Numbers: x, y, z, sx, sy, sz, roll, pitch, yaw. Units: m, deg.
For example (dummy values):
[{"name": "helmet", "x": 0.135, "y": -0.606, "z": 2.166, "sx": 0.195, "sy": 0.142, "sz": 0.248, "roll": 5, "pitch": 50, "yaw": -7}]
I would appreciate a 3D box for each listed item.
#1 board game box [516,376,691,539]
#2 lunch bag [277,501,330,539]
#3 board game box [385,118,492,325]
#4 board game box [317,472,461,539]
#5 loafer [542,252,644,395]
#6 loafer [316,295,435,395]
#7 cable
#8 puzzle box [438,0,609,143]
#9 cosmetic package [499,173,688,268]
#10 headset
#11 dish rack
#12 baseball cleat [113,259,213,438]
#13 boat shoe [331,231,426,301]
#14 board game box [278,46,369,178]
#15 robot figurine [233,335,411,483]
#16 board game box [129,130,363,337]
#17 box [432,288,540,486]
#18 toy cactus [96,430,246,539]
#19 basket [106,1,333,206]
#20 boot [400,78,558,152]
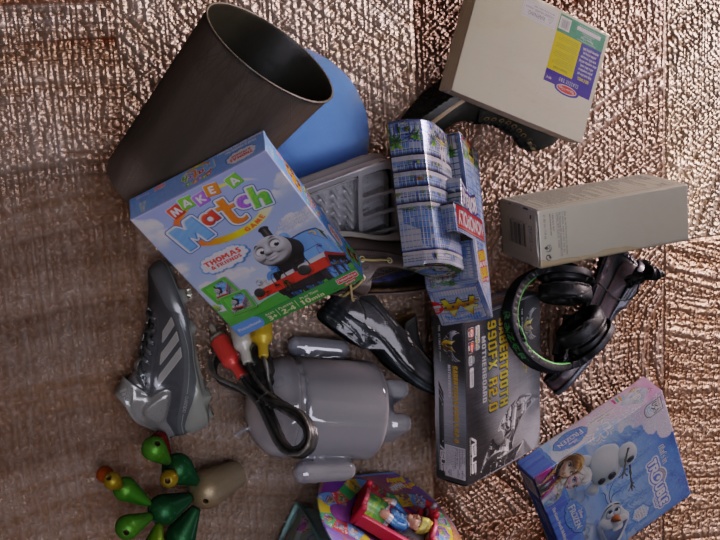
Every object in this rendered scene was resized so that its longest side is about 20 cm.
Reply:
[{"name": "board game box", "x": 0.314, "y": 0.265, "z": 1.418, "sx": 0.199, "sy": 0.043, "sz": 0.200, "roll": -33, "pitch": 124, "yaw": -11}, {"name": "lunch bag", "x": -0.002, "y": 0.370, "z": 1.269, "sx": 0.170, "sy": 0.200, "sz": 0.122, "roll": 26, "pitch": 92, "yaw": -23}, {"name": "board game box", "x": 0.091, "y": -0.046, "z": 1.188, "sx": 0.062, "sy": 0.200, "sz": 0.200, "roll": -10, "pitch": 82, "yaw": 16}, {"name": "board game box", "x": 0.046, "y": 0.282, "z": 1.272, "sx": 0.200, "sy": 0.158, "sz": 0.039, "roll": 6, "pitch": 127, "yaw": -45}, {"name": "loafer", "x": 0.277, "y": 0.058, "z": 1.382, "sx": 0.063, "sy": 0.072, "sz": 0.200, "roll": 36, "pitch": 81, "yaw": -4}, {"name": "loafer", "x": 0.046, "y": 0.081, "z": 1.297, "sx": 0.200, "sy": 0.073, "sz": 0.072, "roll": 37, "pitch": 83, "yaw": -23}, {"name": "cable", "x": -0.113, "y": 0.120, "z": 1.178, "sx": 0.097, "sy": 0.200, "sz": 0.050, "roll": -34, "pitch": 140, "yaw": 12}, {"name": "puzzle box", "x": 0.186, "y": -0.231, "z": 1.238, "sx": 0.200, "sy": 0.025, "sz": 0.133, "roll": 16, "pitch": 88, "yaw": -33}, {"name": "cosmetic package", "x": 0.278, "y": -0.061, "z": 1.330, "sx": 0.200, "sy": 0.104, "sz": 0.073, "roll": -9, "pitch": 104, "yaw": -16}, {"name": "headset", "x": 0.259, "y": 0.041, "z": 1.296, "sx": 0.200, "sy": 0.094, "sz": 0.124, "roll": -22, "pitch": 90, "yaw": -29}, {"name": "dish rack", "x": -0.050, "y": -0.050, "z": 1.216, "sx": 0.200, "sy": 0.044, "sz": 0.172, "roll": -22, "pitch": 147, "yaw": -14}, {"name": "baseball cleat", "x": -0.221, "y": 0.092, "z": 1.205, "sx": 0.106, "sy": 0.070, "sz": 0.200, "roll": -17, "pitch": 105, "yaw": -16}, {"name": "boat shoe", "x": 0.000, "y": 0.000, "z": 1.228, "sx": 0.200, "sy": 0.060, "sz": 0.072, "roll": -4, "pitch": 142, "yaw": -35}, {"name": "board game box", "x": -0.090, "y": -0.145, "z": 1.218, "sx": 0.200, "sy": 0.039, "sz": 0.158, "roll": -31, "pitch": 107, "yaw": 0}, {"name": "robot figurine", "x": -0.045, "y": 0.156, "z": 1.256, "sx": 0.200, "sy": 0.113, "sz": 0.170, "roll": 6, "pitch": 62, "yaw": -20}, {"name": "board game box", "x": -0.109, "y": -0.030, "z": 1.106, "sx": 0.151, "sy": 0.037, "sz": 0.200, "roll": -26, "pitch": 132, "yaw": 13}, {"name": "box", "x": 0.152, "y": 0.134, "z": 1.318, "sx": 0.158, "sy": 0.048, "sz": 0.200, "roll": -14, "pitch": 107, "yaw": -47}, {"name": "toy cactus", "x": -0.206, "y": 0.257, "z": 1.240, "sx": 0.165, "sy": 0.102, "sz": 0.200, "roll": -21, "pitch": 114, "yaw": -39}, {"name": "basket", "x": -0.148, "y": -0.144, "z": 1.107, "sx": 0.200, "sy": 0.180, "sz": 0.136, "roll": -46, "pitch": 75, "yaw": 22}, {"name": "boot", "x": 0.154, "y": -0.171, "z": 1.283, "sx": 0.200, "sy": 0.077, "sz": 0.138, "roll": -35, "pitch": 115, "yaw": -8}]
